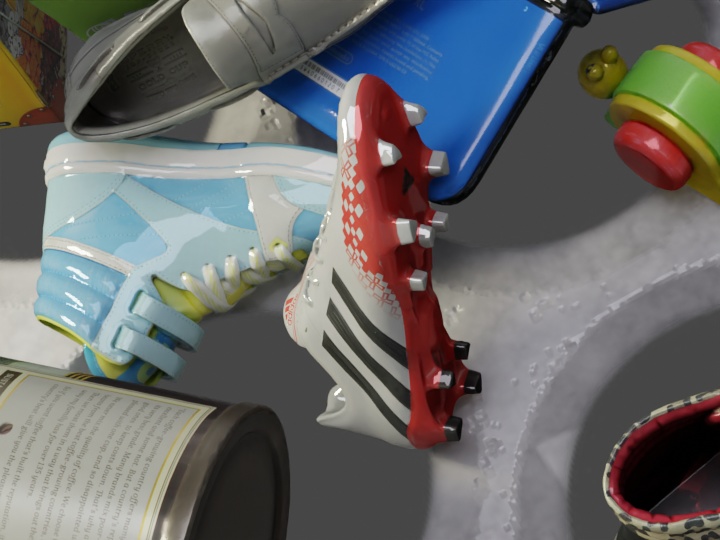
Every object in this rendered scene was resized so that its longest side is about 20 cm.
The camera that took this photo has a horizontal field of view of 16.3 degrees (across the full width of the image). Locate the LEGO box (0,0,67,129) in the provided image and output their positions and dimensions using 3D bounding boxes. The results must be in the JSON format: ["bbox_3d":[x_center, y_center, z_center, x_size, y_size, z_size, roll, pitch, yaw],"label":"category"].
[{"bbox_3d":[-0.265,-0.128,1.286,0.199,0.149,0.077,-6,68,10],"label":"LEGO box"}]

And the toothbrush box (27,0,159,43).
[{"bbox_3d":[-0.080,-0.220,1.220,0.200,0.086,0.146,-21,66,17],"label":"toothbrush box"}]

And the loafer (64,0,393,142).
[{"bbox_3d":[-0.055,-0.113,1.182,0.200,0.070,0.070,-28,23,26],"label":"loafer"}]

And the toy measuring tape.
[{"bbox_3d":[0.185,-0.056,1.201,0.200,0.074,0.074,34,79,23],"label":"toy measuring tape"}]

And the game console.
[{"bbox_3d":[0.044,-0.133,1.249,0.200,0.118,0.171,34,96,35],"label":"game console"}]

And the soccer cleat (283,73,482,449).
[{"bbox_3d":[0.000,0.000,1.162,0.085,0.200,0.069,3,38,21],"label":"soccer cleat"}]

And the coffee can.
[{"bbox_3d":[-0.150,0.116,1.164,0.199,0.146,0.147,11,71,16],"label":"coffee can"}]

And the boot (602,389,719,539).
[{"bbox_3d":[0.201,0.093,1.091,0.203,0.154,0.074,-16,66,5],"label":"boot"}]

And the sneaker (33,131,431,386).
[{"bbox_3d":[-0.068,0.006,1.232,0.199,0.080,0.131,5,73,18],"label":"sneaker"}]
